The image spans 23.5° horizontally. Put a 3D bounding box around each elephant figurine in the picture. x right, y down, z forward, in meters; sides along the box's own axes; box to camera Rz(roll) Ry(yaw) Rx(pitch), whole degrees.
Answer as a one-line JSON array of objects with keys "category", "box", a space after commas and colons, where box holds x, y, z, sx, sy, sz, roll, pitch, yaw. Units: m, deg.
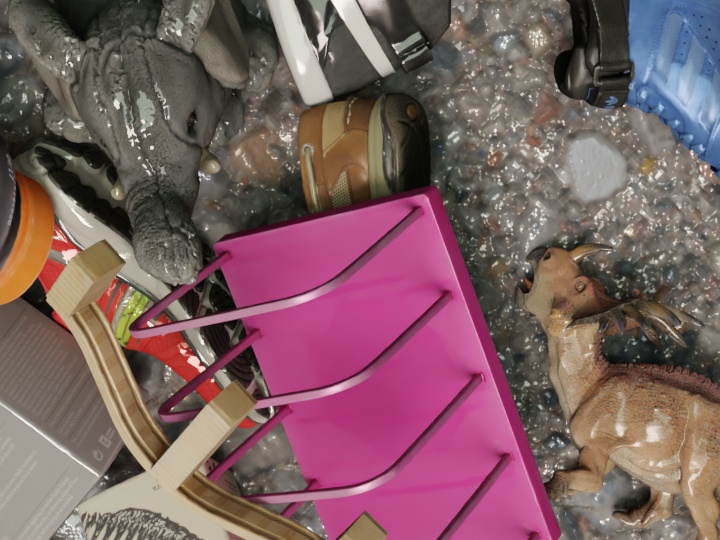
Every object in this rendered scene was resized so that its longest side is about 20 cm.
[{"category": "elephant figurine", "box": [-0.105, -0.104, 0.861, 0.155, 0.200, 0.142, 35, 99, -7]}]

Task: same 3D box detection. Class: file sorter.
[{"category": "file sorter", "box": [-0.011, 0.084, 0.875, 0.138, 0.125, 0.202, -11, 107, 33]}]

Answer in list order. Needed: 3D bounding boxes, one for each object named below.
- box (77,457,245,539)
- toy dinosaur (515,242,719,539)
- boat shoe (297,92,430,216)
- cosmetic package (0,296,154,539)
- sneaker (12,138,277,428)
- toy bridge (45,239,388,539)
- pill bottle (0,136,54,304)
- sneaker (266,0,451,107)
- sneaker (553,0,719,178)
[{"category": "box", "box": [-0.081, 0.208, 0.943, 0.082, 0.068, 0.201, -25, 68, 4]}, {"category": "toy dinosaur", "box": [0.168, 0.080, 0.964, 0.199, 0.086, 0.136, 28, 93, -11]}, {"category": "boat shoe", "box": [0.000, 0.000, 0.951, 0.073, 0.076, 0.202, 3, 108, 16]}, {"category": "cosmetic package", "box": [-0.228, 0.061, 0.937, 0.200, 0.090, 0.107, 41, 122, -6]}, {"category": "sneaker", "box": [-0.126, 0.016, 0.961, 0.200, 0.077, 0.085, 46, 117, -8]}, {"category": "toy bridge", "box": [-0.074, 0.079, 0.813, 0.200, 0.027, 0.067, 46, 129, 3]}, {"category": "pill bottle", "box": [-0.239, -0.043, 0.830, 0.107, 0.106, 0.199, -52, 141, 8]}, {"category": "sneaker", "box": [-0.012, -0.198, 0.916, 0.111, 0.073, 0.202, -20, 109, 0]}, {"category": "sneaker", "box": [0.163, -0.092, 0.928, 0.110, 0.077, 0.202, -18, 97, -3]}]
